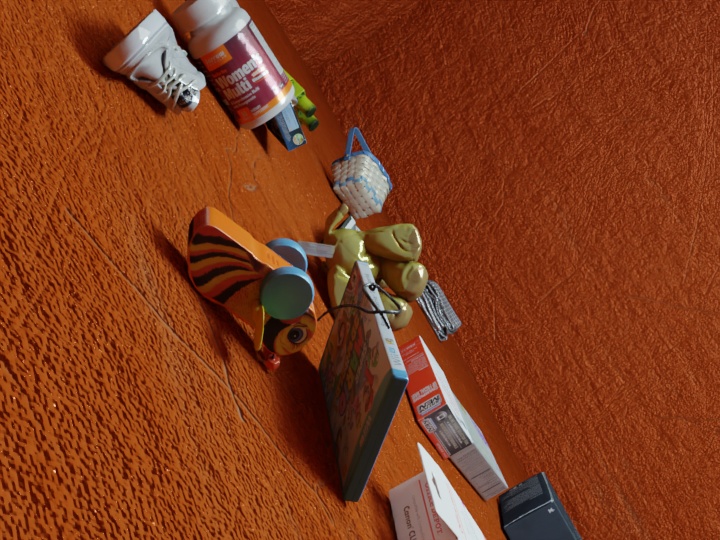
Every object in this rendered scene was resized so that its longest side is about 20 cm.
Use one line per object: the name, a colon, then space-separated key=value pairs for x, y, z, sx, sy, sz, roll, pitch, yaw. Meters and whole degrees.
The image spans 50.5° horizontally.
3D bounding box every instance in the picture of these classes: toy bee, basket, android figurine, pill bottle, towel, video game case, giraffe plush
toy bee: x=-0.076 y=0.036 z=0.671 sx=0.198 sy=0.109 sz=0.131 roll=34 pitch=19 yaw=-4
basket: x=0.002 y=-0.254 z=2.013 sx=0.177 sy=0.137 sz=0.202 roll=53 pitch=40 yaw=-38
android figurine: x=-0.172 y=-0.403 z=1.718 sx=0.200 sy=0.041 sz=0.182 roll=45 pitch=-11 yaw=13
pill bottle: x=-0.195 y=-0.330 z=1.174 sx=0.201 sy=0.108 sz=0.110 roll=55 pitch=8 yaw=-28
towel: x=0.256 y=0.127 z=2.529 sx=0.202 sy=0.085 sz=0.165 roll=60 pitch=8 yaw=6
video game case: x=-0.004 y=0.101 z=0.752 sx=0.017 sy=0.145 sz=0.201 roll=12 pitch=27 yaw=-17
giraffe plush: x=0.000 y=0.000 z=1.175 sx=0.197 sy=0.175 sz=0.162 roll=25 pitch=-4 yaw=2

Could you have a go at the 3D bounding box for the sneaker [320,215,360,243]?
sneaker: x=-0.009 y=-0.028 z=1.385 sx=0.121 sy=0.083 sz=0.200 roll=50 pitch=6 yaw=-1

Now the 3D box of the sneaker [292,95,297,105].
sneaker: x=-0.184 y=-0.372 z=1.561 sx=0.081 sy=0.070 sz=0.200 roll=64 pitch=9 yaw=3

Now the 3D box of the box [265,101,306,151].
box: x=-0.158 y=-0.305 z=1.369 sx=0.138 sy=0.037 sz=0.200 roll=68 pitch=-8 yaw=-27

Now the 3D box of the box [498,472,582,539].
box: x=0.390 y=0.560 z=1.588 sx=0.202 sy=0.123 sz=0.197 roll=60 pitch=6 yaw=3

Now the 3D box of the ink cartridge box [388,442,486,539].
ink cartridge box: x=0.091 y=0.298 z=0.819 sx=0.202 sy=0.067 sz=0.117 roll=58 pitch=7 yaw=-24

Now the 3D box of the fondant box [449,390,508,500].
fondant box: x=0.204 y=0.334 z=1.477 sx=0.201 sy=0.058 sz=0.145 roll=55 pitch=8 yaw=-41

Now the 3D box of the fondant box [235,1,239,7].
fondant box: x=-0.263 y=-0.490 z=1.487 sx=0.146 sy=0.058 sz=0.200 roll=60 pitch=8 yaw=5

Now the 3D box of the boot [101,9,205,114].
boot: x=-0.201 y=-0.210 z=0.793 sx=0.096 sy=0.073 sz=0.201 roll=49 pitch=9 yaw=-19

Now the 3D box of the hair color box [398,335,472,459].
hair color box: x=0.127 y=0.224 z=1.370 sx=0.112 sy=0.063 sz=0.201 roll=56 pitch=7 yaw=-30
